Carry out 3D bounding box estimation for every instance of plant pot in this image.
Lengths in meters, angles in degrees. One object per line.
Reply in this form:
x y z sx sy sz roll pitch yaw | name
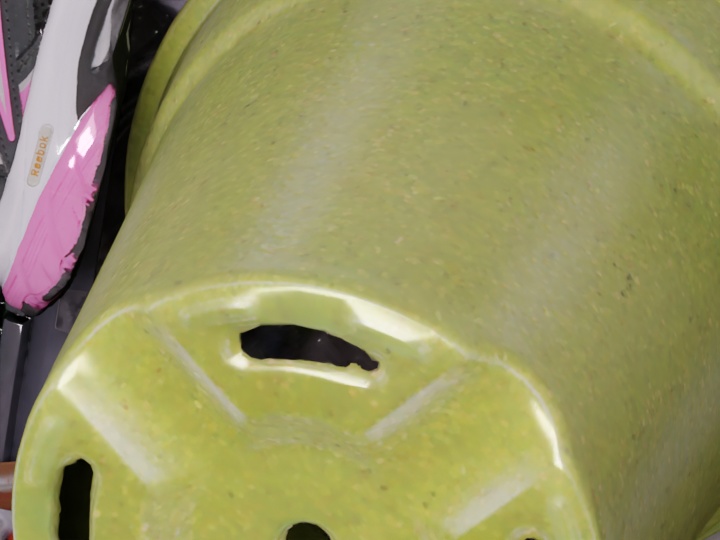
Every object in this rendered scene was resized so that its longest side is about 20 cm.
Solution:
0.010 0.027 0.687 0.200 0.184 0.201 7 116 14 | plant pot

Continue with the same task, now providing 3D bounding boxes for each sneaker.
-0.089 -0.092 0.719 0.086 0.080 0.200 15 96 -5 | sneaker

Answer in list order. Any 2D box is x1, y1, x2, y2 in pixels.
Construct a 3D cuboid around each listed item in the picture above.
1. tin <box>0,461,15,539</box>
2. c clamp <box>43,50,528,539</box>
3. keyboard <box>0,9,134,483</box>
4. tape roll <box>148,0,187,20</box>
-0.030 0.104 0.774 0.200 0.112 0.042 17 107 10 | tin
0.000 0.000 0.798 0.200 0.027 0.171 25 118 6 | c clamp
-0.134 -0.006 0.817 0.127 0.021 0.200 18 116 13 | keyboard
0.006 -0.150 0.828 0.200 0.066 0.201 -2 82 13 | tape roll
